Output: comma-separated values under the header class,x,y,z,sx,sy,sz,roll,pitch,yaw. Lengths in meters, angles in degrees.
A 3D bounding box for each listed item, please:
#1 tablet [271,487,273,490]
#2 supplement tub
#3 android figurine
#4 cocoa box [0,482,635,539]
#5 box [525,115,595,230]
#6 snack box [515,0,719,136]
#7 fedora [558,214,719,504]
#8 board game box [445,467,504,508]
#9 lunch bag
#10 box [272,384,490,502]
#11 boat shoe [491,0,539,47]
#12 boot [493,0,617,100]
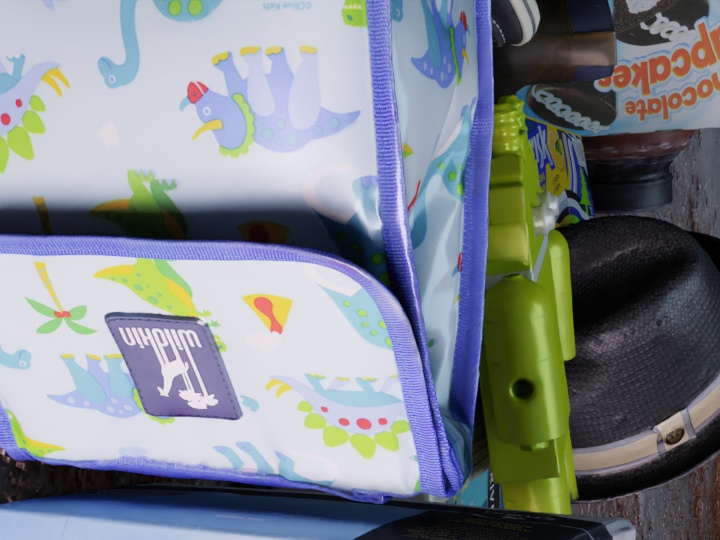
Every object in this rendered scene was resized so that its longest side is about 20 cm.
class,x,y,z,sx,sy,sz,roll,pitch,yaw
tablet,-0.001,0.052,0.898,0.200,0.014,0.131,-18,107,-66
supplement tub,0.175,-0.142,1.208,0.107,0.106,0.201,-28,117,-65
android figurine,0.075,0.020,0.818,0.182,0.041,0.201,-41,125,-78
cocoa box,-0.018,0.148,0.612,0.131,0.199,0.134,6,86,-67
box,0.073,-0.049,0.993,0.200,0.070,0.065,5,75,-68
snack box,0.190,-0.148,1.134,0.037,0.199,0.117,-136,-138,-77
fedora,0.133,0.031,0.991,0.092,0.200,0.201,61,36,-45
board game box,0.025,0.171,0.908,0.200,0.047,0.152,-41,132,-61
lunch bag,-0.049,-0.027,0.570,0.127,0.169,0.201,-32,122,-64
box,0.000,0.000,0.784,0.095,0.077,0.201,-17,100,-66
boat shoe,0.002,-0.146,0.774,0.200,0.075,0.062,31,92,-40
boot,0.092,-0.126,0.978,0.200,0.096,0.075,-65,154,-73
